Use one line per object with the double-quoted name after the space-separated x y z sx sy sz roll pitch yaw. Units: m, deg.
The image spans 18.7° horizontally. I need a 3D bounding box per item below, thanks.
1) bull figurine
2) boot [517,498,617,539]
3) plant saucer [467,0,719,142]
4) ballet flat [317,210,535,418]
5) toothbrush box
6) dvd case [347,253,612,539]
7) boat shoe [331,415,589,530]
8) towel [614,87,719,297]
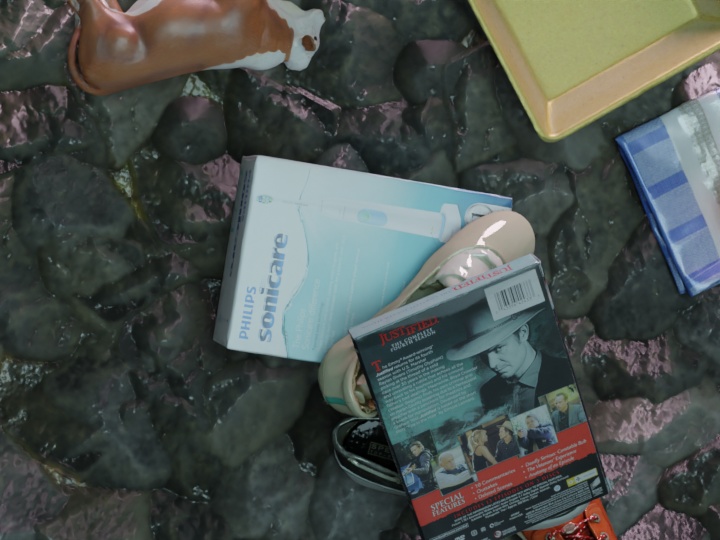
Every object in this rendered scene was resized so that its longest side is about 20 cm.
-0.124 -0.194 1.632 0.199 0.065 0.122 -14 89 -13 "bull figurine"
0.170 0.210 1.673 0.075 0.107 0.200 -29 94 -7 "boot"
0.175 -0.229 1.699 0.200 0.048 0.200 -29 96 -9 "plant saucer"
0.056 0.034 1.582 0.200 0.069 0.069 -43 98 -5 "ballet flat"
0.000 0.000 1.646 0.199 0.085 0.147 8 91 -12 "toothbrush box"
0.088 0.103 1.568 0.146 0.022 0.200 -23 116 -6 "dvd case"
0.075 0.148 1.639 0.199 0.064 0.071 8 74 9 "boat shoe"
0.317 -0.081 1.741 0.200 0.024 0.147 -24 94 -10 "towel"
